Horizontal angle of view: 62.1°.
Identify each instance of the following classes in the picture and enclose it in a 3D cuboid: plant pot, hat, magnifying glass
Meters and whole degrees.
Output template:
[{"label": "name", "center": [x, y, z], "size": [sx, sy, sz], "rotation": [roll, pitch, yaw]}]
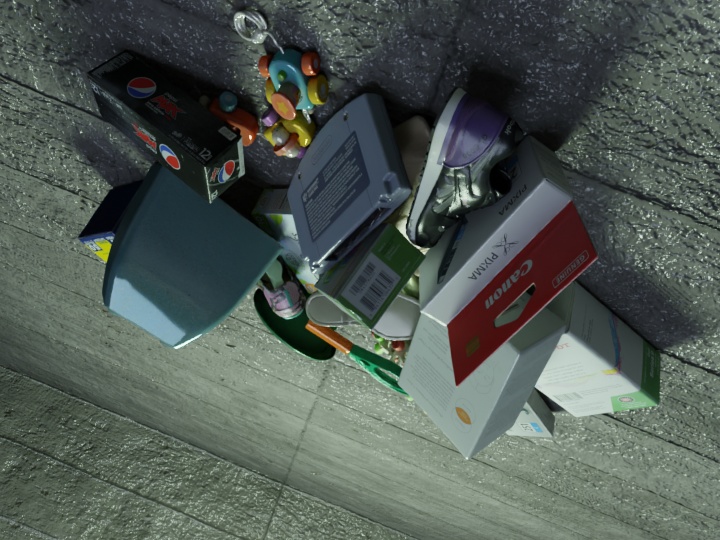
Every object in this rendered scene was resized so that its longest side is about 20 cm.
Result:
[{"label": "plant pot", "center": [-0.260, -0.010, 0.851], "size": [0.195, 0.203, 0.195], "rotation": [36, 170, -24]}, {"label": "hat", "center": [-0.053, 0.034, 1.001], "size": [0.198, 0.167, 0.177], "rotation": [35, 110, -13]}, {"label": "magnifying glass", "center": [0.003, 0.131, 0.919], "size": [0.197, 0.023, 0.080], "rotation": [31, 158, 0]}]

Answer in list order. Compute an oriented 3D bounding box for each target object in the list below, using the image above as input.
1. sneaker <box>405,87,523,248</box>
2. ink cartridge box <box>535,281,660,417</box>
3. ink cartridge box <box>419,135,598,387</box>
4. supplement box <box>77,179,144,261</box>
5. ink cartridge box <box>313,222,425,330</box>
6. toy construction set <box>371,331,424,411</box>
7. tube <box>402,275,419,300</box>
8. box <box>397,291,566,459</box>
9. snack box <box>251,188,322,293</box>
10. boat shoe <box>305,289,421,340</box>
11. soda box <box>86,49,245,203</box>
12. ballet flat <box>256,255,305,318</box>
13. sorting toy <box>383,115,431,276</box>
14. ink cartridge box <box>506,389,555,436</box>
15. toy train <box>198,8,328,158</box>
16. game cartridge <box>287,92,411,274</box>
[{"label": "sneaker", "center": [0.104, -0.079, 0.610], "size": [0.086, 0.076, 0.202], "rotation": [27, 147, 12]}, {"label": "ink cartridge box", "center": [0.306, 0.118, 0.854], "size": [0.198, 0.089, 0.144], "rotation": [33, 147, -20]}, {"label": "ink cartridge box", "center": [0.134, -0.012, 0.610], "size": [0.044, 0.178, 0.201], "rotation": [27, 124, -17]}, {"label": "supplement box", "center": [-0.347, -0.037, 1.012], "size": [0.107, 0.111, 0.201], "rotation": [-4, 141, 37]}, {"label": "ink cartridge box", "center": [0.000, 0.000, 0.743], "size": [0.059, 0.105, 0.200], "rotation": [39, 175, -13]}, {"label": "toy construction set", "center": [0.080, 0.147, 0.994], "size": [0.090, 0.134, 0.201], "rotation": [-22, 142, 12]}, {"label": "tube", "center": [0.095, 0.046, 0.913], "size": [0.057, 0.053, 0.201], "rotation": [-3, 141, 32]}, {"label": "box", "center": [0.154, 0.116, 0.804], "size": [0.152, 0.105, 0.204], "rotation": [43, 135, 32]}, {"label": "snack box", "center": [-0.052, -0.035, 0.880], "size": [0.139, 0.054, 0.201], "rotation": [5, 147, 29]}, {"label": "boat shoe", "center": [0.018, 0.054, 0.893], "size": [0.194, 0.063, 0.075], "rotation": [5, 105, 16]}, {"label": "soda box", "center": [-0.230, -0.173, 0.715], "size": [0.198, 0.063, 0.071], "rotation": [38, 152, 13]}, {"label": "ballet flat", "center": [-0.137, 0.002, 0.936], "size": [0.200, 0.068, 0.073], "rotation": [-135, 28, -57]}, {"label": "sorting toy", "center": [0.072, -0.084, 0.737], "size": [0.200, 0.037, 0.183], "rotation": [44, 143, -24]}, {"label": "ink cartridge box", "center": [0.245, 0.241, 1.111], "size": [0.173, 0.045, 0.200], "rotation": [-7, 138, 38]}, {"label": "toy train", "center": [-0.118, -0.187, 0.687], "size": [0.148, 0.057, 0.200], "rotation": [27, 149, -9]}, {"label": "game cartridge", "center": [-0.021, -0.099, 0.687], "size": [0.041, 0.137, 0.199], "rotation": [2, 154, -33]}]
